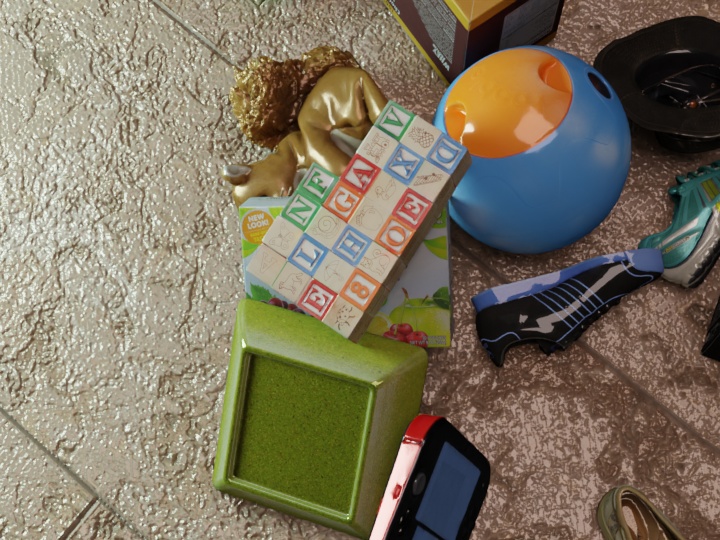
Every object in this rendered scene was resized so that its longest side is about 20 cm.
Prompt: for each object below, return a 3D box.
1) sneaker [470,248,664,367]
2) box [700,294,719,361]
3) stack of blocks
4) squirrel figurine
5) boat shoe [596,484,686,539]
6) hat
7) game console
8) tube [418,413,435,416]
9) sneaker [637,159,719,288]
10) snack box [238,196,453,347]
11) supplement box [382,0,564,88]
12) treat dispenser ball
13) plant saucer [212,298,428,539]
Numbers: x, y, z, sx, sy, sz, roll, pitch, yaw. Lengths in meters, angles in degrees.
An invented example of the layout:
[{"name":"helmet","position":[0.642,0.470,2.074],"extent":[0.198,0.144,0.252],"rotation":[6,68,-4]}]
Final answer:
[{"name":"sneaker","position":[0.213,0.037,1.366],"extent":[0.198,0.070,0.079],"rotation":[-17,79,8]},{"name":"box","position":[0.407,0.000,1.305],"extent":[0.085,0.200,0.165],"rotation":[20,75,8]},{"name":"stack of blocks","position":[0.000,-0.050,1.240],"extent":[0.115,0.059,0.201],"rotation":[33,89,12]},{"name":"squirrel figurine","position":[-0.058,-0.130,1.404],"extent":[0.186,0.142,0.201],"rotation":[-34,62,3]},{"name":"boat shoe","position":[0.294,0.294,1.295],"extent":[0.073,0.063,0.201],"rotation":[-35,77,-9]},{"name":"hat","position":[0.337,-0.174,1.405],"extent":[0.198,0.081,0.202],"rotation":[-6,44,5]},{"name":"game console","position":[0.061,0.235,1.251],"extent":[0.031,0.200,0.179],"rotation":[11,73,26]},{"name":"tube","position":[-0.016,0.149,1.322],"extent":[0.198,0.058,0.052],"rotation":[17,52,25]},{"name":"sneaker","position":[0.357,-0.079,1.396],"extent":[0.079,0.078,0.201],"rotation":[32,77,19]},{"name":"snack box","position":[-0.012,0.000,1.314],"extent":[0.197,0.053,0.144],"rotation":[-1,102,8]},{"name":"supplement box","position":[0.101,-0.318,1.400],"extent":[0.132,0.200,0.198],"rotation":[-34,76,-8]},{"name":"treat dispenser ball","position":[0.165,-0.118,1.343],"extent":[0.198,0.201,0.203],"rotation":[0,74,1]},{"name":"plant saucer","position":[-0.050,0.149,1.285],"extent":[0.198,0.048,0.202],"rotation":[15,106,19]}]
